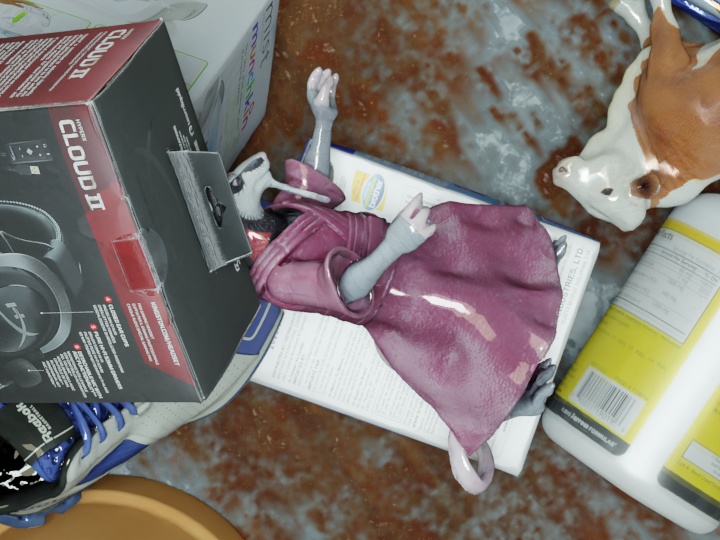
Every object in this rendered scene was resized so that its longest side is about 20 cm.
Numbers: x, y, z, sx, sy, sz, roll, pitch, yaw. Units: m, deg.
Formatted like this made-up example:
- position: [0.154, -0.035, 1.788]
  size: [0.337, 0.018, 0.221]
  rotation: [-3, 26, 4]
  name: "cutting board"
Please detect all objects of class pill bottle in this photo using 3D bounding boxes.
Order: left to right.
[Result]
- position: [0.193, 0.031, 0.835]
  size: [0.112, 0.112, 0.200]
  rotation: [33, 92, 1]
  name: "pill bottle"

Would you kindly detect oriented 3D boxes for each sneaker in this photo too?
- position: [-0.127, 0.063, 0.775]
  size: [0.199, 0.115, 0.081]
  rotation: [-40, 87, 1]
  name: "sneaker"

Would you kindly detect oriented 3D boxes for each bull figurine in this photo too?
- position: [0.187, -0.100, 0.794]
  size: [0.199, 0.065, 0.122]
  rotation: [-18, 84, 14]
  name: "bull figurine"

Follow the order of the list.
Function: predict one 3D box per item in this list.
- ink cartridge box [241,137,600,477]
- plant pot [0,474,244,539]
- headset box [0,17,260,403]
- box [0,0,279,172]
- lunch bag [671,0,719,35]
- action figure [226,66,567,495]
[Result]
- position: [0.015, 0.012, 0.858]
  size: [0.199, 0.076, 0.137]
  rotation: [19, 92, 0]
  name: "ink cartridge box"
- position: [-0.145, 0.219, 0.836]
  size: [0.199, 0.140, 0.201]
  rotation: [0, 91, 1]
  name: "plant pot"
- position: [-0.145, -0.021, 0.680]
  size: [0.199, 0.077, 0.149]
  rotation: [-3, 123, 22]
  name: "headset box"
- position: [-0.164, -0.100, 0.795]
  size: [0.199, 0.177, 0.097]
  rotation: [17, 132, 7]
  name: "box"
- position: [0.198, -0.215, 0.851]
  size: [0.200, 0.076, 0.161]
  rotation: [32, 96, 2]
  name: "lunch bag"
- position: [0.000, 0.000, 0.768]
  size: [0.199, 0.134, 0.149]
  rotation: [16, 119, -15]
  name: "action figure"
